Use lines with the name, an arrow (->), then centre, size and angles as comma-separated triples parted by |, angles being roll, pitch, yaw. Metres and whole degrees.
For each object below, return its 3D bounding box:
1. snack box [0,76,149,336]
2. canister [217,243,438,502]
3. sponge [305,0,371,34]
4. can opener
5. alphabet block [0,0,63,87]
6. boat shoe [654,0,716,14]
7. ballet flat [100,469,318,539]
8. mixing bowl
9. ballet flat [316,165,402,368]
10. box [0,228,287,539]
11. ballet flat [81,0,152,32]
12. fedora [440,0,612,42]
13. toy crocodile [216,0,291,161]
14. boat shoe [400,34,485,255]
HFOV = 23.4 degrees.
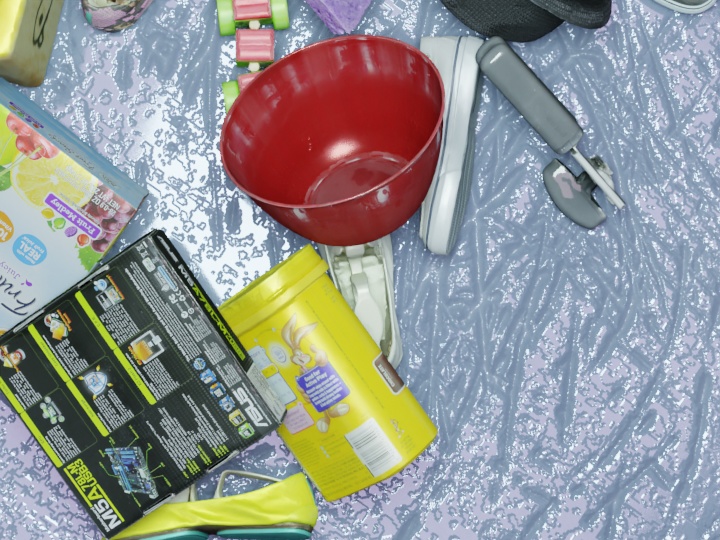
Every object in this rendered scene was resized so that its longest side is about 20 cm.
snack box -> -0.311, -0.036, 1.520 | 0.168, 0.068, 0.200 | 37, 107, -6
canister -> -0.038, 0.094, 1.525 | 0.086, 0.148, 0.201 | -39, 95, -38
sponge -> -0.002, -0.321, 1.530 | 0.112, 0.030, 0.201 | 43, 67, -34
can opener -> 0.164, -0.117, 1.558 | 0.067, 0.053, 0.200 | -41, 109, 11
alphabet block -> -0.354, -0.280, 1.483 | 0.194, 0.200, 0.197 | 13, 90, -3
boat shoe -> 0.253, -0.314, 1.574 | 0.072, 0.071, 0.200 | -43, 92, -2
ballet flat -> -0.136, 0.214, 1.558 | 0.198, 0.067, 0.068 | -6, 72, 8
mixing bowl -> -0.011, -0.095, 1.497 | 0.198, 0.109, 0.201 | -11, 47, 12
ballet flat -> 0.000, 0.000, 1.565 | 0.069, 0.069, 0.202 | -13, 90, -2
box -> -0.195, 0.098, 1.490 | 0.192, 0.048, 0.201 | -34, 97, 14
ballet flat -> -0.177, -0.297, 1.555 | 0.069, 0.071, 0.200 | 41, 88, -1
fedora -> 0.127, -0.267, 1.548 | 0.201, 0.201, 0.092 | 45, 123, -2
toy crocodile -> -0.094, -0.194, 1.563 | 0.067, 0.062, 0.202 | -6, 91, -2
boat shoe -> 0.068, -0.115, 1.575 | 0.066, 0.074, 0.202 | 8, 80, 12
